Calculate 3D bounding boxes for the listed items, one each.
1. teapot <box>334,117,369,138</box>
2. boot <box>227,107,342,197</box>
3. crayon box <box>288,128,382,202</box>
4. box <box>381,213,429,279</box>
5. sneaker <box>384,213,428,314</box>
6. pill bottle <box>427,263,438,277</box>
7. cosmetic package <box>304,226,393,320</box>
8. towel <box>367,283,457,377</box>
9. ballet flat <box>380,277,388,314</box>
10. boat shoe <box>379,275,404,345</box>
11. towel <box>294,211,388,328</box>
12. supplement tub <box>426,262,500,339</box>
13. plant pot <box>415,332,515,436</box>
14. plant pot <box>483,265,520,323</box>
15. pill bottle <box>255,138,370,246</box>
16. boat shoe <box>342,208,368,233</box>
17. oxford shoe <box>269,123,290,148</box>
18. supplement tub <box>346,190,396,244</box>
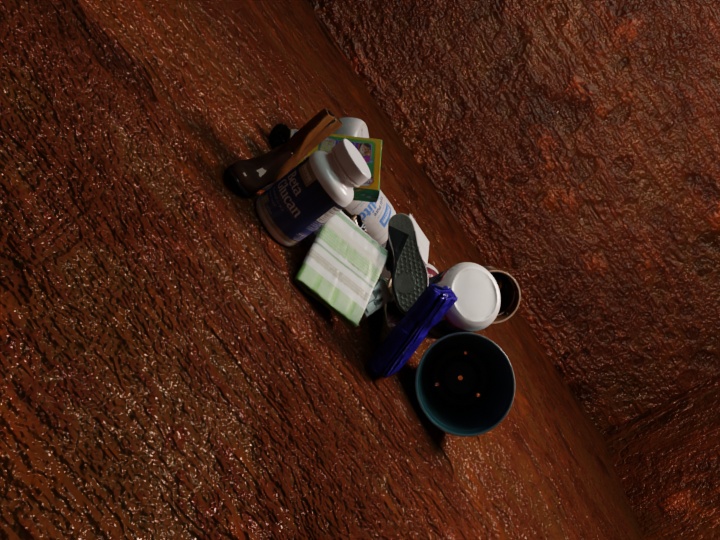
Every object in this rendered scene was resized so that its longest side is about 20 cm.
[{"bbox_3d":[-0.063,-0.283,1.518,0.201,0.143,0.201,71,27,-64],"label":"teapot"},{"bbox_3d":[-0.128,-0.214,1.100,0.069,0.198,0.188,57,17,7],"label":"boot"},{"bbox_3d":[-0.055,-0.216,1.271,0.058,0.196,0.121,109,-14,-70],"label":"crayon box"},{"bbox_3d":[0.099,-0.050,1.571,0.098,0.123,0.200,53,18,-11],"label":"box"},{"bbox_3d":[0.091,0.006,1.260,0.147,0.075,0.206,93,-7,-70],"label":"sneaker"},{"bbox_3d":[0.151,0.056,1.541,0.115,0.113,0.200,53,17,-11],"label":"pill bottle"},{"bbox_3d":[-0.023,-0.006,1.214,0.082,0.051,0.202,-31,87,-36],"label":"cosmetic package"},{"bbox_3d":[0.105,0.116,1.158,0.049,0.201,0.147,42,13,20],"label":"towel"},{"bbox_3d":[0.084,0.105,1.359,0.067,0.067,0.202,50,16,-57],"label":"ballet flat"},{"bbox_3d":[0.082,0.073,1.291,0.072,0.067,0.203,10,49,-4],"label":"boat shoe"},{"bbox_3d":[-0.034,-0.007,1.145,0.149,0.031,0.202,39,47,-14],"label":"towel"},{"bbox_3d":[0.195,0.072,1.325,0.142,0.139,0.200,56,-25,-1],"label":"supplement tub"},{"bbox_3d":[0.214,0.233,1.303,0.202,0.198,0.188,58,2,8],"label":"plant pot"},{"bbox_3d":[0.499,0.078,2.370,0.202,0.199,0.198,54,9,-8],"label":"plant pot"},{"bbox_3d":[-0.082,-0.142,1.100,0.111,0.199,0.112,48,18,-22],"label":"pill bottle"},{"bbox_3d":[-0.024,-0.079,1.282,0.199,0.073,0.072,40,49,8],"label":"boat shoe"},{"bbox_3d":[-0.129,-0.234,1.357,0.084,0.072,0.202,31,31,-59],"label":"oxford shoe"},{"bbox_3d":[-0.012,-0.155,1.415,0.200,0.131,0.133,44,20,-46],"label":"supplement tub"}]
